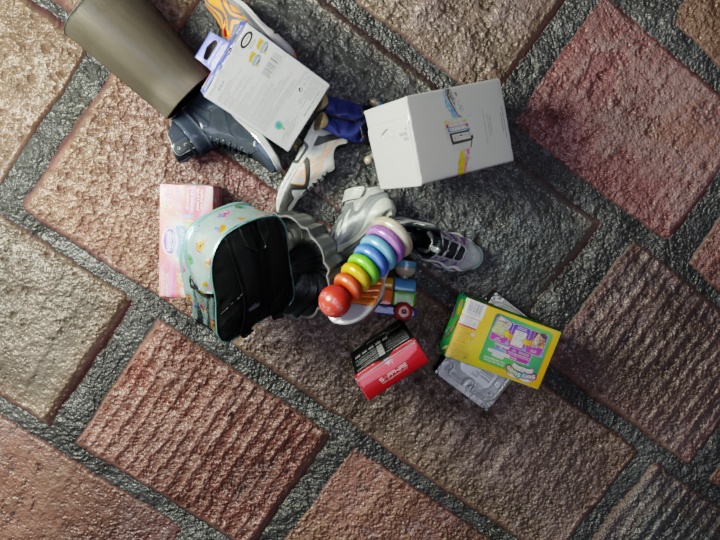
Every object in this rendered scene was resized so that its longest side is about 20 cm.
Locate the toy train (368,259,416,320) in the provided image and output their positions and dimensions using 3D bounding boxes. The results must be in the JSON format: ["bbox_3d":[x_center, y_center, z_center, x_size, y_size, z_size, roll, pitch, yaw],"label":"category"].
[{"bbox_3d":[0.010,0.028,1.174,0.199,0.085,0.117,7,87,-5],"label":"toy train"}]

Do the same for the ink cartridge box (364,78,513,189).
[{"bbox_3d":[0.134,-0.233,1.078,0.199,0.147,0.146,-17,101,-25],"label":"ink cartridge box"}]

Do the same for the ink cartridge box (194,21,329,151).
[{"bbox_3d":[-0.171,-0.313,1.026,0.199,0.076,0.137,30,98,-28],"label":"ink cartridge box"}]

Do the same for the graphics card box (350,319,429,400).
[{"bbox_3d":[0.047,0.156,1.129,0.125,0.200,0.051,-34,98,0],"label":"graphics card box"}]

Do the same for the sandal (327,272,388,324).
[{"bbox_3d":[0.013,0.031,1.111,0.079,0.207,0.059,16,140,21],"label":"sandal"}]

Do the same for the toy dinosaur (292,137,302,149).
[{"bbox_3d":[-0.141,-0.326,1.132,0.088,0.047,0.201,-26,95,6],"label":"toy dinosaur"}]

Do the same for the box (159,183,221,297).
[{"bbox_3d":[-0.307,-0.055,1.125,0.094,0.103,0.201,2,98,-4],"label":"box"}]

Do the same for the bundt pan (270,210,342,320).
[{"bbox_3d":[-0.113,-0.017,1.121,0.201,0.076,0.203,15,118,30],"label":"bundt pan"}]

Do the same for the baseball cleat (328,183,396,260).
[{"bbox_3d":[-0.025,-0.085,1.168,0.200,0.070,0.107,-35,65,14],"label":"baseball cleat"}]

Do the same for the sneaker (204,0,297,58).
[{"bbox_3d":[-0.217,-0.394,1.081,0.200,0.078,0.112,40,82,6],"label":"sneaker"}]

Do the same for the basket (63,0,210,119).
[{"bbox_3d":[-0.365,-0.370,1.055,0.136,0.181,0.200,-37,106,27],"label":"basket"}]

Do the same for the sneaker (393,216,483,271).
[{"bbox_3d":[0.143,-0.041,1.139,0.199,0.140,0.078,16,96,-6],"label":"sneaker"}]

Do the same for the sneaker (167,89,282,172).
[{"bbox_3d":[-0.250,-0.219,1.113,0.146,0.077,0.202,-44,89,-9],"label":"sneaker"}]

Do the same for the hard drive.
[{"bbox_3d":[0.255,0.159,1.227,0.139,0.038,0.200,38,94,-7],"label":"hard drive"}]

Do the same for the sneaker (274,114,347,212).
[{"bbox_3d":[-0.092,-0.181,1.139,0.080,0.074,0.201,29,95,-9],"label":"sneaker"}]

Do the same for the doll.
[{"bbox_3d":[0.014,-0.259,1.130,0.199,0.048,0.137,8,72,-24],"label":"doll"}]

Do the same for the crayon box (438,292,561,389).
[{"bbox_3d":[0.263,0.133,1.176,0.199,0.058,0.119,20,96,-6],"label":"crayon box"}]

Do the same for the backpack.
[{"bbox_3d":[-0.206,-0.012,1.024,0.175,0.153,0.201,-27,138,-36],"label":"backpack"}]

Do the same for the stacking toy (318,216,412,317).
[{"bbox_3d":[0.000,0.000,1.053,0.085,0.085,0.200,48,65,-8],"label":"stacking toy"}]
